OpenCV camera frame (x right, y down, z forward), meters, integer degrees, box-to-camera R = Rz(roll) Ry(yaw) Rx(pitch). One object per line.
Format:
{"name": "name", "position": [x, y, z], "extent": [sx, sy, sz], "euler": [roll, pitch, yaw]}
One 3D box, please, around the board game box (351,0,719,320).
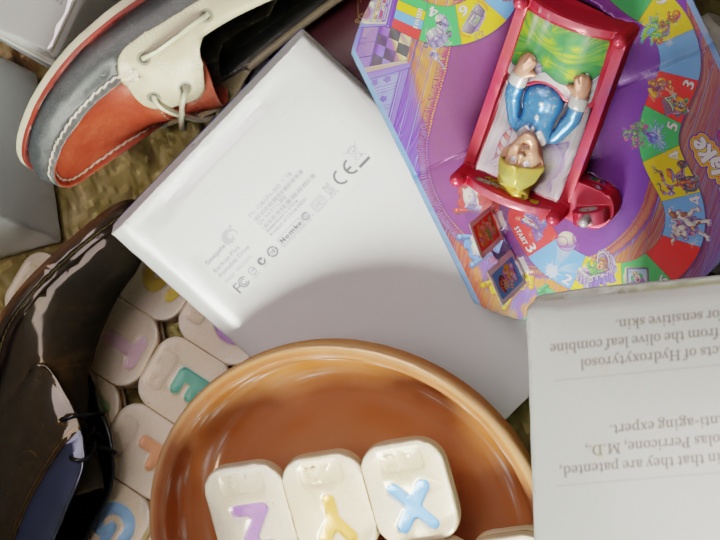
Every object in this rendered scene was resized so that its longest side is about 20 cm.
{"name": "board game box", "position": [0.085, -0.066, 1.239], "extent": [0.158, 0.039, 0.200], "euler": [-23, 99, 23]}

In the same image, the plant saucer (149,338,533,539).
{"name": "plant saucer", "position": [-0.001, 0.124, 1.312], "extent": [0.200, 0.037, 0.200], "euler": [5, 109, 16]}

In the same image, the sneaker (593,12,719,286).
{"name": "sneaker", "position": [0.182, -0.008, 1.289], "extent": [0.200, 0.081, 0.146], "euler": [45, 106, 20]}

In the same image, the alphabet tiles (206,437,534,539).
{"name": "alphabet tiles", "position": [0.004, 0.177, 1.292], "extent": [0.200, 0.015, 0.196], "euler": [-9, 104, 20]}

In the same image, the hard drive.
{"name": "hard drive", "position": [0.000, 0.000, 1.317], "extent": [0.200, 0.025, 0.132], "euler": [42, 101, -13]}

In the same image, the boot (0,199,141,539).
{"name": "boot", "position": [-0.144, 0.066, 1.394], "extent": [0.097, 0.075, 0.200], "euler": [40, 104, 16]}

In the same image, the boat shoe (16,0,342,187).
{"name": "boat shoe", "position": [-0.079, -0.105, 1.319], "extent": [0.200, 0.071, 0.063], "euler": [-42, 68, 5]}

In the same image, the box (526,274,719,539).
{"name": "box", "position": [0.195, 0.100, 1.187], "extent": [0.200, 0.199, 0.171], "euler": [-7, 76, 22]}

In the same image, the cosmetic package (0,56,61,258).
{"name": "cosmetic package", "position": [-0.233, -0.070, 1.396], "extent": [0.074, 0.200, 0.102], "euler": [-15, 73, 18]}

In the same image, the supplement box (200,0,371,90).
{"name": "supplement box", "position": [0.008, -0.157, 1.363], "extent": [0.109, 0.061, 0.200], "euler": [25, 88, 24]}

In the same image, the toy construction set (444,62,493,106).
{"name": "toy construction set", "position": [0.095, -0.177, 1.287], "extent": [0.092, 0.131, 0.200], "euler": [26, 121, 54]}

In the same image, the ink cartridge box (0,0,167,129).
{"name": "ink cartridge box", "position": [-0.114, -0.190, 1.405], "extent": [0.083, 0.145, 0.200], "euler": [25, 88, 24]}

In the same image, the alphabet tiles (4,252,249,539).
{"name": "alphabet tiles", "position": [-0.127, 0.082, 1.423], "extent": [0.196, 0.015, 0.200], "euler": [31, 91, 25]}
